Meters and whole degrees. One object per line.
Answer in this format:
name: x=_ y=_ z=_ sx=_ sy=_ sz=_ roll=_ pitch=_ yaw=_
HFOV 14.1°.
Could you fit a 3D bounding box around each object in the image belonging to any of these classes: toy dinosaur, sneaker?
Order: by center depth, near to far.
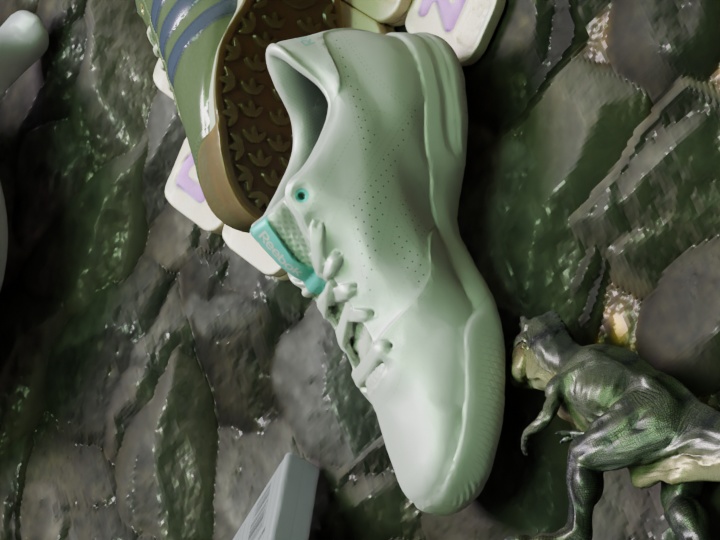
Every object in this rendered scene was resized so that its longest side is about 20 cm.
toy dinosaur: x=0.105 y=0.074 z=1.056 sx=0.199 sy=0.047 sz=0.089 roll=21 pitch=88 yaw=45
sneaker: x=0.000 y=0.000 z=1.145 sx=0.075 sy=0.088 sz=0.201 roll=-41 pitch=52 yaw=55
sneaker: x=-0.057 y=-0.106 z=1.252 sx=0.090 sy=0.067 sz=0.202 roll=-21 pitch=64 yaw=51

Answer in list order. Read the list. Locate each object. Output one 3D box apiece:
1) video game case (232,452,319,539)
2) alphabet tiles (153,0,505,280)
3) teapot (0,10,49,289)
video game case: x=-0.077 y=0.183 z=1.183 sx=0.201 sy=0.018 sz=0.143 roll=-58 pitch=8 yaw=19
alphabet tiles: x=-0.020 y=-0.102 z=1.264 sx=0.195 sy=0.015 sz=0.201 roll=36 pitch=107 yaw=47
teapot: x=-0.251 y=-0.017 z=1.402 sx=0.199 sy=0.146 sz=0.199 roll=-3 pitch=97 yaw=14
